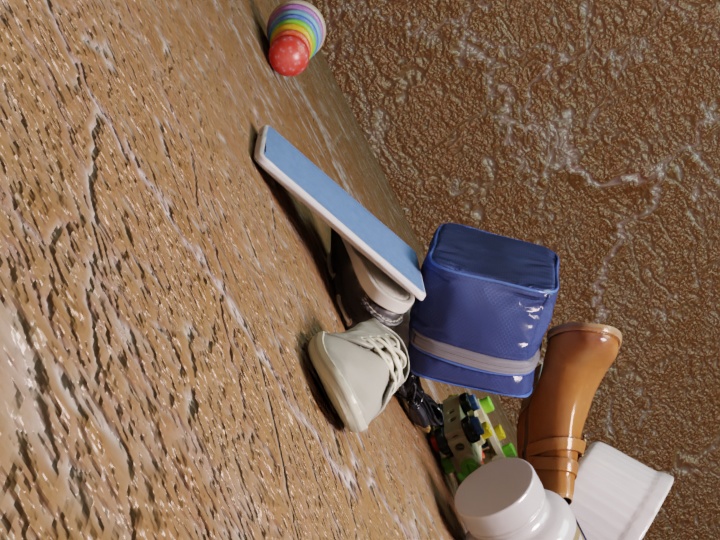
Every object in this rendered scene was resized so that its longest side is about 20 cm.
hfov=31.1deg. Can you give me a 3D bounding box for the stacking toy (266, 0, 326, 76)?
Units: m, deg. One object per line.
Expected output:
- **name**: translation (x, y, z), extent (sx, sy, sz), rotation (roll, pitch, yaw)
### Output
- **stacking toy**: translation (-0.095, -0.308, 1.758), extent (0.086, 0.085, 0.200), rotation (62, 13, -19)

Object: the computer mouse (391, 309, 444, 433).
- **computer mouse**: translation (0.041, 0.073, 1.366), extent (0.110, 0.044, 0.201), rotation (56, 9, -47)

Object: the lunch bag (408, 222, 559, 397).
- **lunch bag**: translation (0.120, 0.043, 1.298), extent (0.200, 0.135, 0.133), rotation (-56, 160, -72)

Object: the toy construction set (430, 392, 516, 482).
- **toy construction set**: translation (0.134, 0.206, 1.434), extent (0.132, 0.092, 0.200), rotation (62, -4, -16)

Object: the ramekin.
- **ramekin**: translation (0.249, 0.285, 1.409), extent (0.097, 0.201, 0.200), rotation (32, -2, 13)

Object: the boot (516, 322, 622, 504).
- **boot**: translation (0.204, 0.149, 1.276), extent (0.200, 0.073, 0.156), rotation (106, -4, -61)

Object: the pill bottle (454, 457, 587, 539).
- **pill bottle**: translation (0.167, 0.280, 1.232), extent (0.201, 0.111, 0.111), rotation (61, 6, -23)

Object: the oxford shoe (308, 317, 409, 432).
- **oxford shoe**: translation (0.004, 0.071, 0.955), extent (0.200, 0.057, 0.076), rotation (-19, 85, -83)

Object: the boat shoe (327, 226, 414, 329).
- **boat shoe**: translation (0.000, 0.000, 1.245), extent (0.074, 0.060, 0.200), rotation (24, 22, -27)

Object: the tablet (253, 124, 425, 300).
- **tablet**: translation (-0.019, -0.055, 1.193), extent (0.200, 0.014, 0.130), rotation (41, 13, -14)
